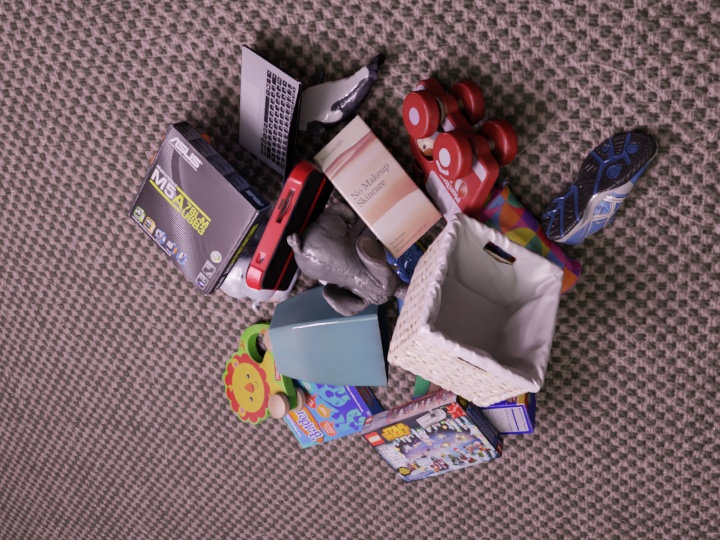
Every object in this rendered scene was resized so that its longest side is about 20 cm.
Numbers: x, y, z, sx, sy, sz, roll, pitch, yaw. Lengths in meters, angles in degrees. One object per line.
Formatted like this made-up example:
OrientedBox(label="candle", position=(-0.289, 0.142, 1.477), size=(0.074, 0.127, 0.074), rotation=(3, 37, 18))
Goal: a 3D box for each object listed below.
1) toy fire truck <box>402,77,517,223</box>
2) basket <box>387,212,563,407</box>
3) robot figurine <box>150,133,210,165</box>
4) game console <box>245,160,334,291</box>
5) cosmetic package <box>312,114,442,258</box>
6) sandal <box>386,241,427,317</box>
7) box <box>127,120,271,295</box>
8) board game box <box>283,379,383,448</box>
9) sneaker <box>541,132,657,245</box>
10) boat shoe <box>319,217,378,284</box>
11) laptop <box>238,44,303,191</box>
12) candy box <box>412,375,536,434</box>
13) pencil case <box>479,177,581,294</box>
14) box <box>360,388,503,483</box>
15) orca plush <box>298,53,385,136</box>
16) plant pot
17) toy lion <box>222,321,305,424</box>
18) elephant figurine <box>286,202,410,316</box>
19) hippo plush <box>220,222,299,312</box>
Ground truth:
OrientedBox(label="toy fire truck", position=(0.127, -0.172, 1.050), size=(0.202, 0.110, 0.170), rotation=(57, 148, 26))
OrientedBox(label="basket", position=(0.165, 0.064, 1.040), size=(0.195, 0.204, 0.161), rotation=(26, 153, -10))
OrientedBox(label="robot figurine", position=(-0.303, -0.141, 1.236), size=(0.140, 0.118, 0.204), rotation=(4, 122, -9))
OrientedBox(label="game console", position=(-0.106, -0.063, 1.099), size=(0.030, 0.177, 0.204), rotation=(25, 93, 9))
OrientedBox(label="cosmetic package", position=(0.027, -0.128, 1.105), size=(0.103, 0.087, 0.201), rotation=(-42, 91, 5))
OrientedBox(label="sandal", position=(0.089, 0.040, 1.214), size=(0.078, 0.087, 0.204), rotation=(-8, 113, 25))
OrientedBox(label="box", position=(-0.262, -0.096, 1.133), size=(0.200, 0.047, 0.194), rotation=(45, 124, 7))
OrientedBox(label="board game box", position=(-0.072, 0.264, 1.421), size=(0.197, 0.045, 0.154), rotation=(-23, 108, 30))
OrientedBox(label="sneaker", position=(0.356, -0.119, 1.047), size=(0.076, 0.077, 0.200), rotation=(20, 123, -41))
OrientedBox(label="boat shoe", position=(0.002, -0.038, 1.214), size=(0.069, 0.071, 0.201), rotation=(37, 116, -3))
OrientedBox(label="laptop", position=(-0.152, -0.202, 1.093), size=(0.198, 0.115, 0.190), rotation=(36, 140, 20))
OrientedBox(label="candy box", position=(0.196, 0.190, 1.205), size=(0.195, 0.171, 0.078), rotation=(-9, 129, 23))
OrientedBox(label="pencil case", position=(0.254, -0.047, 1.106), size=(0.200, 0.089, 0.088), rotation=(47, 123, -9))
OrientedBox(label="box", position=(0.115, 0.271, 1.157), size=(0.198, 0.040, 0.137), rotation=(-28, 114, 34))
OrientedBox(label="orca plush", position=(-0.031, -0.267, 1.114), size=(0.198, 0.070, 0.107), rotation=(-36, 58, 28))
OrientedBox(label="plant pot", position=(-0.054, 0.112, 1.244), size=(0.194, 0.142, 0.145), rotation=(-6, 117, 6))
OrientedBox(label="toy lion", position=(-0.200, 0.203, 1.402), size=(0.188, 0.068, 0.206), rotation=(2, 97, 37))
OrientedBox(label="elephant figurine", position=(0.000, 0.000, 1.101), size=(0.199, 0.155, 0.142), rotation=(40, 153, 12))
OrientedBox(label="hippo plush", position=(-0.170, 0.013, 1.246), size=(0.195, 0.161, 0.163), rotation=(13, 122, 12))
